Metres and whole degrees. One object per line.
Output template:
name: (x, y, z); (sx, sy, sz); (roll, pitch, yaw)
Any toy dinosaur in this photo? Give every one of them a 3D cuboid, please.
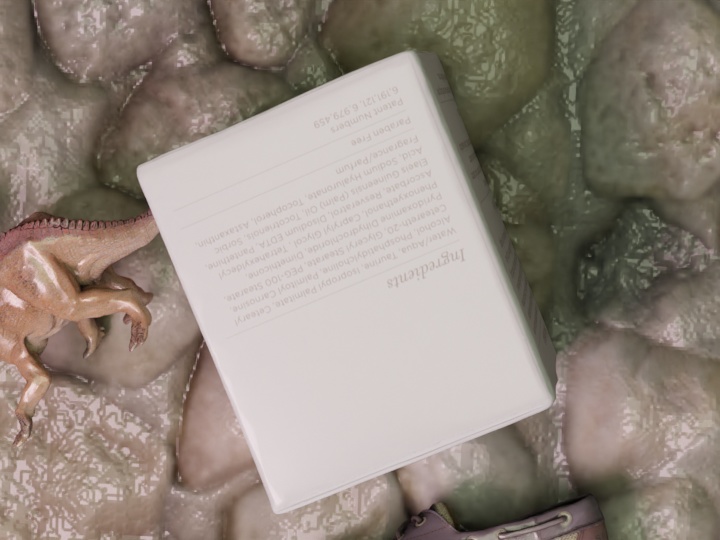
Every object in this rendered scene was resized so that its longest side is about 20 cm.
toy dinosaur: (-0.198, 0.006, 1.088); (0.199, 0.086, 0.136); (-37, 107, 26)

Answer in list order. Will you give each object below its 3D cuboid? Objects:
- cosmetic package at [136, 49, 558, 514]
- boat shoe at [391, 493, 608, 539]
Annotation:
cosmetic package: (0.000, 0.000, 1.044); (0.165, 0.167, 0.202); (-22, 92, 8)
boat shoe: (0.051, 0.170, 1.109); (0.198, 0.072, 0.066); (-7, 83, 10)
